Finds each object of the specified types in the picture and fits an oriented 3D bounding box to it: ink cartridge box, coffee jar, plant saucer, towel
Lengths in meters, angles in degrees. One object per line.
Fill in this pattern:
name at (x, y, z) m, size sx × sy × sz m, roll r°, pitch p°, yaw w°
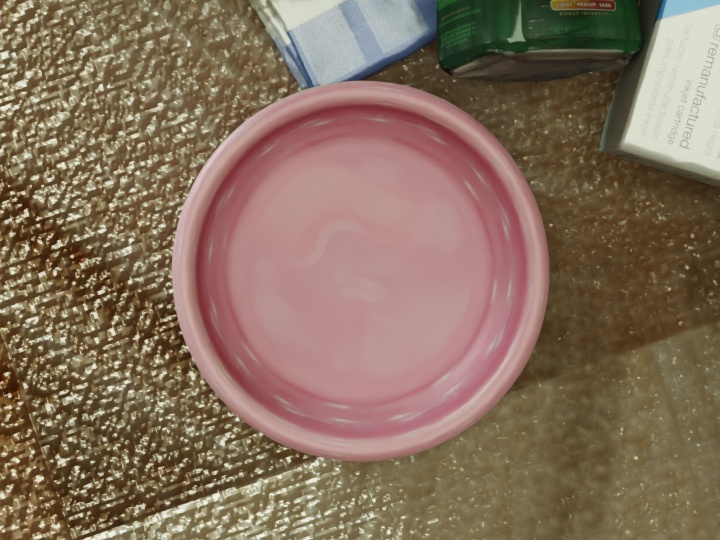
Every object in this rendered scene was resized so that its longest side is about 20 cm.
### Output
ink cartridge box at (0.245, -0.104, 1.221) m, size 0.199 × 0.084 × 0.146 m, roll 16°, pitch 92°, yaw -3°
coffee jar at (0.086, -0.202, 1.197) m, size 0.104 × 0.085 × 0.201 m, roll -3°, pitch 85°, yaw -25°
plant saucer at (0.000, 0.000, 1.232) m, size 0.200 × 0.051 × 0.201 m, roll 0°, pitch 92°, yaw -2°
towel at (-0.013, -0.208, 1.238) m, size 0.147 × 0.024 × 0.200 m, roll -29°, pitch 95°, yaw -3°
